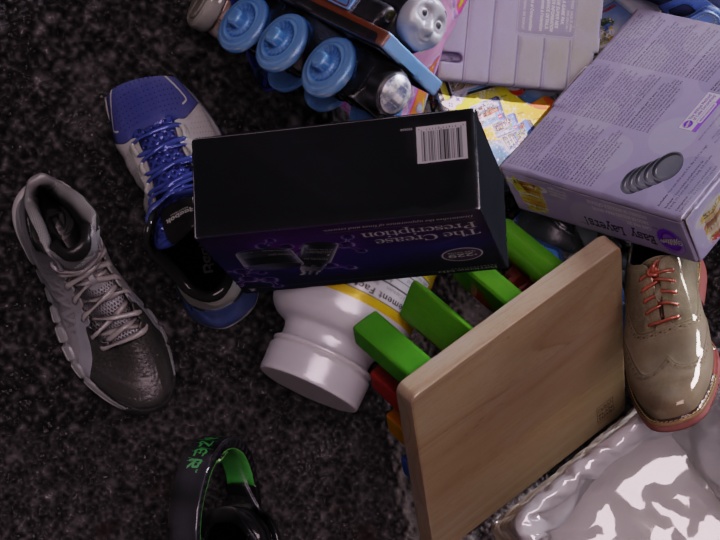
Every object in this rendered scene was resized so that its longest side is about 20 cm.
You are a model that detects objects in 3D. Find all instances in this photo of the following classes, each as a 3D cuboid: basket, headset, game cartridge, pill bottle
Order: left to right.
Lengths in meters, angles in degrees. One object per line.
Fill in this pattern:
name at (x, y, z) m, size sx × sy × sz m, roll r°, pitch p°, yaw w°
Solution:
headset at (-0.090, 0.221, 1.534) m, size 0.093 × 0.124 × 0.201 m, roll 3°, pitch 111°, yaw 18°
pill bottle at (0.000, 0.000, 1.583) m, size 0.111 × 0.111 × 0.201 m, roll 25°, pitch 78°, yaw -3°
game cartridge at (0.129, -0.242, 1.624) m, size 0.129 × 0.038 × 0.202 m, roll 5°, pitch 94°, yaw -11°
basket at (0.226, 0.207, 1.553) m, size 0.198 × 0.161 × 0.200 m, roll -37°, pitch 89°, yaw -12°

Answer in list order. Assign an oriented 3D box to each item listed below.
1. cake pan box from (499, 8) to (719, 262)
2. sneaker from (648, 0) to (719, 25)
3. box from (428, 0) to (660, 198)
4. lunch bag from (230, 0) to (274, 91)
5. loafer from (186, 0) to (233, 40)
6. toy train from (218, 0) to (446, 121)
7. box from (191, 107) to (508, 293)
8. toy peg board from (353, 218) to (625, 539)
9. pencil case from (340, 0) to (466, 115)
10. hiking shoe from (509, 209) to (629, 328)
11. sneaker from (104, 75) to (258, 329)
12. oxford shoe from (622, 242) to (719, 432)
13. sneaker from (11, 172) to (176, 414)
cake pan box at (0.231, -0.109, 1.554) m, size 0.200 × 0.184 × 0.052 m, roll -49°, pitch 134°, yaw -22°
sneaker at (0.290, -0.196, 1.654) m, size 0.199 × 0.074 × 0.083 m, roll 20°, pitch 79°, yaw -20°
box at (0.157, -0.142, 1.665) m, size 0.199 × 0.038 × 0.137 m, roll -16°, pitch 83°, yaw -10°
lunch bag at (-0.029, -0.239, 1.603) m, size 0.150 × 0.094 × 0.201 m, roll -26°, pitch 124°, yaw -21°
loafer at (-0.070, -0.270, 1.647) m, size 0.063 × 0.072 × 0.201 m, roll 27°, pitch 84°, yaw -20°
toy train at (-0.018, -0.174, 1.471) m, size 0.087 × 0.200 × 0.115 m, roll 35°, pitch 87°, yaw -43°
box at (-0.004, -0.046, 1.464) m, size 0.199 × 0.141 × 0.079 m, roll -6°, pitch 75°, yaw 11°
toy peg board at (0.093, 0.073, 1.560) m, size 0.200 × 0.200 × 0.098 m, roll -34°, pitch 53°, yaw -20°
pencil case at (0.042, -0.208, 1.567) m, size 0.087 × 0.088 × 0.201 m, roll 22°, pitch 110°, yaw -4°
hiking shoe at (0.191, 0.021, 1.638) m, size 0.087 × 0.074 × 0.200 m, roll -42°, pitch 91°, yaw 14°
sneaker at (-0.131, -0.058, 1.568) m, size 0.080 × 0.115 × 0.201 m, roll -21°, pitch 83°, yaw -1°
oxford shoe at (0.215, 0.031, 1.505) m, size 0.070 × 0.075 × 0.201 m, roll -15°, pitch 38°, yaw 14°
sneaker at (-0.202, 0.015, 1.550) m, size 0.075 × 0.116 × 0.201 m, roll -31°, pitch 86°, yaw -11°
